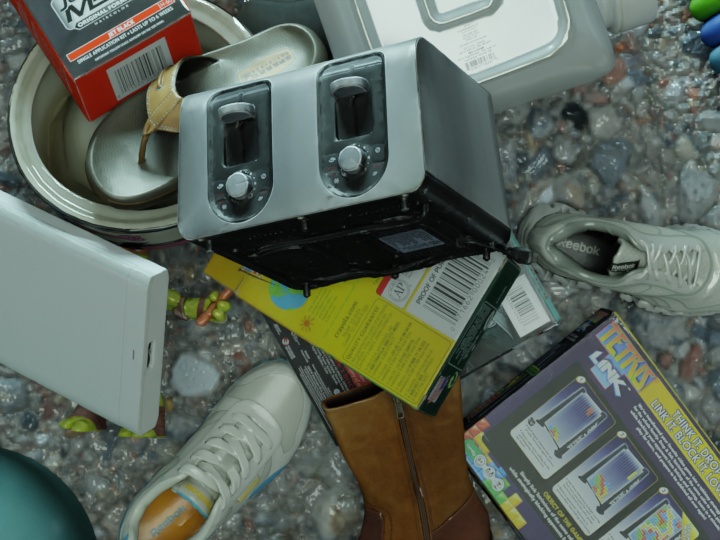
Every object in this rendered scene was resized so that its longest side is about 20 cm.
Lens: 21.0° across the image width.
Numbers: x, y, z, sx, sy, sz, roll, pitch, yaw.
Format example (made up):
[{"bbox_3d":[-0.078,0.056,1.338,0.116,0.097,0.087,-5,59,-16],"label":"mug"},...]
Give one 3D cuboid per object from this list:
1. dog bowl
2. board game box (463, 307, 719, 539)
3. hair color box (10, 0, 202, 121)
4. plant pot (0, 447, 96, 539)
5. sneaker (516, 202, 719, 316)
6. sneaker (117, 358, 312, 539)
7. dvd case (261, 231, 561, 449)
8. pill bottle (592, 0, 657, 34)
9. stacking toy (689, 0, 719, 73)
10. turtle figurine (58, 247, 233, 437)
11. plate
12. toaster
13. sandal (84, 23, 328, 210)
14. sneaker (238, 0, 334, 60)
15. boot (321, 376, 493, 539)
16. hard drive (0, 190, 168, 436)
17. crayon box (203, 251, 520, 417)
[{"bbox_3d":[-0.157,-0.105,1.444,0.198,0.074,0.202,-1,66,2],"label":"dog bowl"},{"bbox_3d":[0.188,0.158,1.522,0.165,0.057,0.201,-37,94,-4],"label":"board game box"},{"bbox_3d":[-0.208,-0.217,1.424,0.101,0.061,0.201,-31,64,-10],"label":"hair color box"},{"bbox_3d":[-0.297,0.241,1.439,0.198,0.161,0.203,0,93,-4],"label":"plant pot"},{"bbox_3d":[0.222,-0.006,1.505,0.198,0.081,0.076,8,90,-6],"label":"sneaker"},{"bbox_3d":[-0.107,0.154,1.488,0.076,0.081,0.200,40,88,-3],"label":"sneaker"},{"bbox_3d":[0.030,0.024,1.457,0.199,0.022,0.147,-31,89,18],"label":"dvd case"},{"bbox_3d":[0.116,-0.205,1.471,0.198,0.114,0.115,-17,94,-3],"label":"pill bottle"},{"bbox_3d":[0.284,-0.219,1.505,0.085,0.085,0.201,-26,88,-2],"label":"stacking toy"},{"bbox_3d":[-0.190,0.042,1.485,0.198,0.064,0.163,6,91,3],"label":"turtle figurine"},{"bbox_3d":[0.066,-0.205,1.394,0.198,0.032,0.202,-20,96,-3],"label":"plate"},{"bbox_3d":[-0.002,-0.063,1.303,0.179,0.200,0.120,-11,73,23],"label":"toaster"},{"bbox_3d":[-0.110,-0.119,1.377,0.199,0.055,0.082,-30,68,-10],"label":"sandal"},{"bbox_3d":[-0.034,-0.118,1.495,0.105,0.075,0.202,7,111,26],"label":"sneaker"},{"bbox_3d":[0.004,0.181,1.457,0.187,0.069,0.201,-16,124,-1],"label":"boot"},{"bbox_3d":[-0.227,0.024,1.426,0.199,0.026,0.133,23,122,27],"label":"hard drive"},{"bbox_3d":[0.000,0.000,1.408,0.199,0.051,0.128,32,90,20],"label":"crayon box"}]
